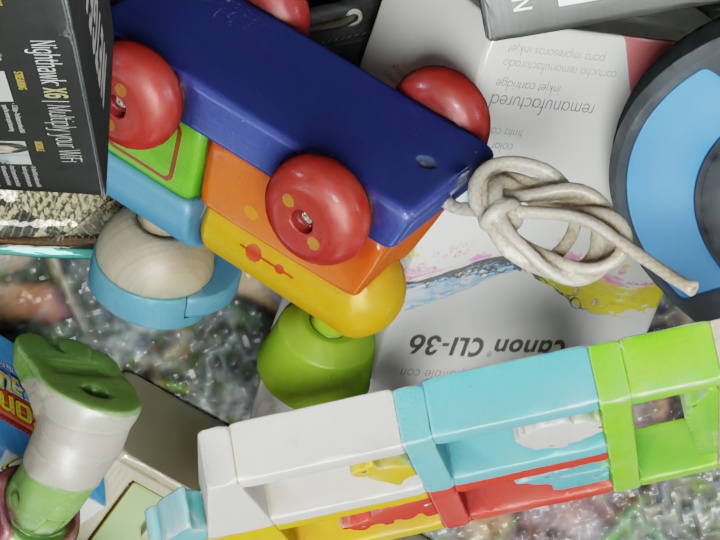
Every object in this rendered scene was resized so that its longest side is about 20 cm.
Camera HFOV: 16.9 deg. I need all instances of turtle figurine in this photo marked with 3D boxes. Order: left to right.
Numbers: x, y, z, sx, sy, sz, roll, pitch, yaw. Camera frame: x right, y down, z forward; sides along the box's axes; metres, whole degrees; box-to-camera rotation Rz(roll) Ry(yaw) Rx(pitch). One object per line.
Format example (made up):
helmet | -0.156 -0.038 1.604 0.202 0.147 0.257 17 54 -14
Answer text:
turtle figurine | -0.151 0.103 0.792 0.143 0.200 0.195 19 110 1

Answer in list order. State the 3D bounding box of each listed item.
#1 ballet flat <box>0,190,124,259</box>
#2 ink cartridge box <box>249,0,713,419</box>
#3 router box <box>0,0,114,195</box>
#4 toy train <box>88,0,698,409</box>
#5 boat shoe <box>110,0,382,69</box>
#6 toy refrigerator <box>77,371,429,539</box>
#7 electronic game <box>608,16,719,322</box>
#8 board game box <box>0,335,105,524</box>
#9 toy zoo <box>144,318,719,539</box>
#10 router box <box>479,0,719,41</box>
ballet flat | -0.174 -0.033 0.838 0.199 0.068 0.076 -6 94 -8
ink cartridge box | 0.044 -0.003 0.839 0.116 0.068 0.201 2 119 -35
router box | -0.144 -0.069 0.608 0.156 0.200 0.053 3 78 -3
toy train | 0.000 0.000 0.750 0.200 0.085 0.116 32 132 19
boat shoe | -0.086 -0.089 0.807 0.199 0.070 0.067 9 115 -11
toy refrigerator | -0.025 0.128 0.917 0.200 0.070 0.076 32 110 -17
electronic game | 0.176 -0.017 0.765 0.199 0.042 0.200 13 146 9
board game box | -0.226 0.071 0.831 0.200 0.056 0.196 -35 135 20
toy zoo | 0.027 0.061 0.787 0.199 0.131 0.021 -13 72 5
router box | 0.091 -0.177 0.686 0.148 0.051 0.201 -9 110 7
